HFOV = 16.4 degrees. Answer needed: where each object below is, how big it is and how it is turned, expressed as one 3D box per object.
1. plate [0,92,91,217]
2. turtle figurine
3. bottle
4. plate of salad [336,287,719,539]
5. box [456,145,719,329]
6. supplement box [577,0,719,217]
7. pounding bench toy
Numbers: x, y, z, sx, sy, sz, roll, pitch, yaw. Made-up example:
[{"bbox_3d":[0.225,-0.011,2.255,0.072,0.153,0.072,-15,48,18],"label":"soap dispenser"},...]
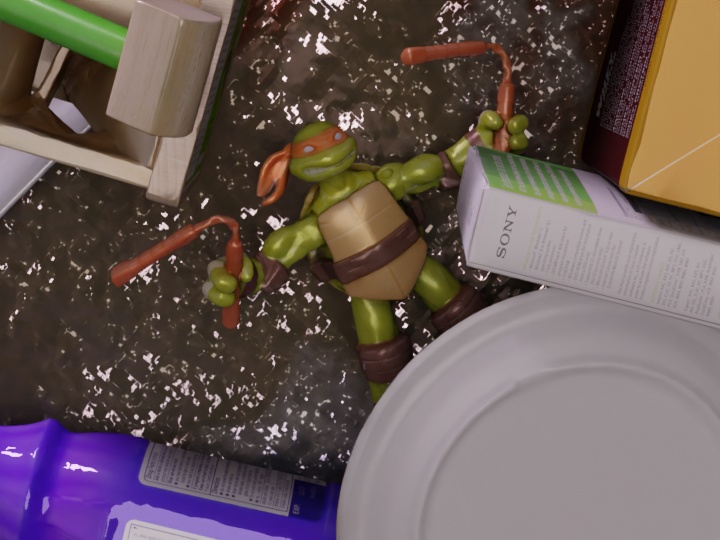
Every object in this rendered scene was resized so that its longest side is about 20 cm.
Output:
[{"bbox_3d":[-0.186,-0.134,1.101,0.200,0.032,0.200,-42,93,4],"label":"plate"},{"bbox_3d":[0.000,0.000,1.096,0.200,0.064,0.162,-31,105,-12],"label":"turtle figurine"},{"bbox_3d":[-0.095,0.109,1.098,0.199,0.084,0.066,13,96,-2],"label":"bottle"},{"bbox_3d":[0.086,0.098,1.036,0.199,0.048,0.201,-4,108,-12],"label":"plate of salad"},{"bbox_3d":[0.138,-0.004,1.002,0.199,0.144,0.036,15,99,-1],"label":"box"},{"bbox_3d":[0.183,-0.118,1.017,0.132,0.200,0.198,14,96,-2],"label":"supplement box"},{"bbox_3d":[-0.128,-0.108,0.986,0.155,0.200,0.125,16,97,-2],"label":"pounding bench toy"}]
